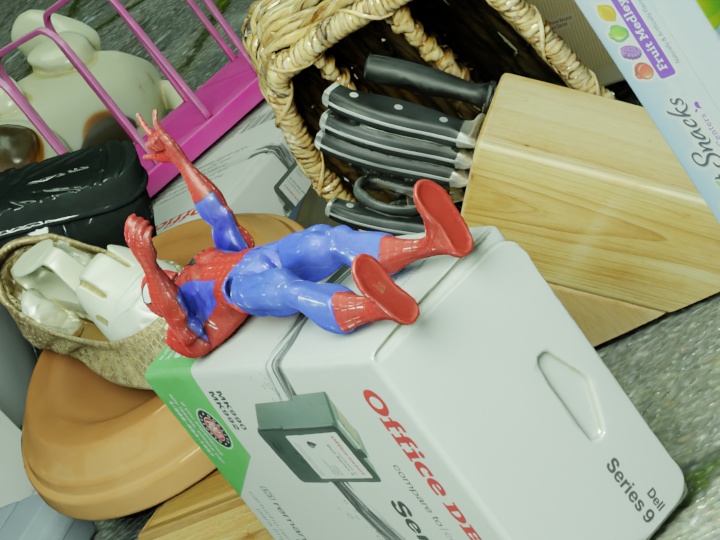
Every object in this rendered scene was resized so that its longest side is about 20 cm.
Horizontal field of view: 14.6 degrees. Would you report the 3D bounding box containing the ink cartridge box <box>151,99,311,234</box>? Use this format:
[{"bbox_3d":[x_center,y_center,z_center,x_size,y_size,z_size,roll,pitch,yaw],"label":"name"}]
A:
[{"bbox_3d":[-0.075,-0.032,1.756,0.145,0.084,0.200,-23,20,40],"label":"ink cartridge box"}]

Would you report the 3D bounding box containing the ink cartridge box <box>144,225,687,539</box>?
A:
[{"bbox_3d":[0.019,0.066,1.178,0.084,0.146,0.200,-46,18,-25],"label":"ink cartridge box"}]

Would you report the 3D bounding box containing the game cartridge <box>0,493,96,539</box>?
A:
[{"bbox_3d":[-0.242,0.192,1.563,0.200,0.041,0.133,-27,15,27],"label":"game cartridge"}]

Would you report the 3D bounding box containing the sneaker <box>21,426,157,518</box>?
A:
[{"bbox_3d":[-0.137,0.093,1.554,0.200,0.077,0.084,-21,24,52],"label":"sneaker"}]

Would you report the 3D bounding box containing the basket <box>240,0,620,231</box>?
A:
[{"bbox_3d":[0.044,-0.071,1.400,0.143,0.200,0.149,-43,28,4],"label":"basket"}]

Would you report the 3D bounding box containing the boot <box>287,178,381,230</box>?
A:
[{"bbox_3d":[0.000,0.000,1.537,0.097,0.074,0.201,-50,26,43],"label":"boot"}]

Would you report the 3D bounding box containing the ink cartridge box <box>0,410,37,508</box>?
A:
[{"bbox_3d":[-0.286,0.090,1.624,0.115,0.200,0.068,-26,29,32],"label":"ink cartridge box"}]

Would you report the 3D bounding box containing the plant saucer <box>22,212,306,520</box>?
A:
[{"bbox_3d":[-0.104,0.042,1.482,0.200,0.037,0.201,-28,34,21],"label":"plant saucer"}]

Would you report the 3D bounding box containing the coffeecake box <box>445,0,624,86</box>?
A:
[{"bbox_3d":[0.086,-0.129,1.634,0.153,0.073,0.200,-20,5,-35],"label":"coffeecake box"}]

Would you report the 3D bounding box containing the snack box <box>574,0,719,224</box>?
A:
[{"bbox_3d":[0.174,-0.085,1.186,0.053,0.200,0.142,-22,21,37],"label":"snack box"}]

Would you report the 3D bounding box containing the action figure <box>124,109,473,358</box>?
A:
[{"bbox_3d":[-0.050,-0.017,1.128,0.065,0.099,0.200,-48,17,-28],"label":"action figure"}]

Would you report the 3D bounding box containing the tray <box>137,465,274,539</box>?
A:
[{"bbox_3d":[-0.012,0.086,1.386,0.200,0.037,0.099,-25,19,37],"label":"tray"}]

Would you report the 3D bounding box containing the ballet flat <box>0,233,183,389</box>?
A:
[{"bbox_3d":[-0.131,0.017,1.443,0.200,0.065,0.071,5,56,52],"label":"ballet flat"}]

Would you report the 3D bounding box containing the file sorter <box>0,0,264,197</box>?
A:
[{"bbox_3d":[-0.150,-0.128,1.808,0.200,0.126,0.139,-43,13,-22],"label":"file sorter"}]

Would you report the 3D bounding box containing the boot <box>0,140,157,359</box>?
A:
[{"bbox_3d":[-0.185,0.021,1.627,0.197,0.163,0.073,-14,28,7],"label":"boot"}]

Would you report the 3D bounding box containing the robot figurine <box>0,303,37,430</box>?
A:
[{"bbox_3d":[-0.257,0.056,1.729,0.169,0.200,0.113,-34,47,-21],"label":"robot figurine"}]

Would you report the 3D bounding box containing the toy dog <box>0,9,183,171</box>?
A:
[{"bbox_3d":[-0.243,-0.089,2.224,0.193,0.140,0.200,13,37,19],"label":"toy dog"}]

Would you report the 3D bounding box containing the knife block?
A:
[{"bbox_3d":[0.086,-0.052,1.310,0.200,0.176,0.064,-25,26,32],"label":"knife block"}]
